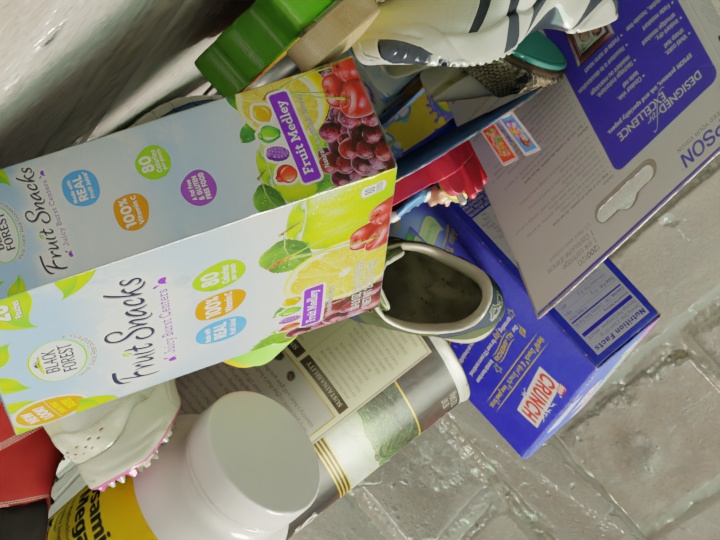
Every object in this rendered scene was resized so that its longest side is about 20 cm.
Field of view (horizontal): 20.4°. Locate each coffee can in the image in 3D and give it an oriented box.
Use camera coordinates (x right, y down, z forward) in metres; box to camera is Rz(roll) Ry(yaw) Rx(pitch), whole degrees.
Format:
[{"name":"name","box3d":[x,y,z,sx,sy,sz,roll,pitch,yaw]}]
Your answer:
[{"name":"coffee can","box3d":[-0.045,0.092,1.399,0.200,0.147,0.146,-37,177,-10]}]

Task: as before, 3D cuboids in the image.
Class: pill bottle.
[{"name":"pill bottle","box3d":[-0.118,0.161,1.253,0.200,0.113,0.112,-41,178,35]}]

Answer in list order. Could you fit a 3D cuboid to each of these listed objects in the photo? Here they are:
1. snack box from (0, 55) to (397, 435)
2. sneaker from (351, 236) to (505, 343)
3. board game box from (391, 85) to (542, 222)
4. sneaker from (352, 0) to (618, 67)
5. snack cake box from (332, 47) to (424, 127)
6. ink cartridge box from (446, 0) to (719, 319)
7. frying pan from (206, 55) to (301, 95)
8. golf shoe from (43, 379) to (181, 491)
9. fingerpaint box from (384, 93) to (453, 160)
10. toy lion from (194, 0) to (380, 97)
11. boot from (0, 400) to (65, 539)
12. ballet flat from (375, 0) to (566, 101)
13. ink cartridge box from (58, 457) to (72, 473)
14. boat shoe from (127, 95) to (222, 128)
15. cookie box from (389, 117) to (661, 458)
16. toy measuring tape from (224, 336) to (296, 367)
[{"name":"snack box","box3d":[-0.088,-0.007,0.947,0.199,0.068,0.169,-18,158,-9]},{"name":"sneaker","box3d":[0.000,0.000,1.299,0.090,0.199,0.067,125,-21,-83]},{"name":"board game box","box3d":[0.033,-0.047,1.237,0.158,0.039,0.200,-33,-175,-28]},{"name":"sneaker","box3d":[0.065,-0.185,1.091,0.199,0.130,0.079,-18,-162,-37]},{"name":"snack cake box","box3d":[0.058,-0.181,1.322,0.200,0.067,0.115,-41,178,-15]},{"name":"ink cartridge box","box3d":[0.151,-0.102,1.270,0.043,0.201,0.198,12,136,-40]},{"name":"frying pan","box3d":[-0.065,-0.104,1.242,0.115,0.031,0.190,-37,174,-23]},{"name":"golf shoe","box3d":[-0.141,0.039,1.224,0.075,0.092,0.200,-33,-157,34]},{"name":"fingerpaint box","box3d":[0.005,-0.078,1.487,0.200,0.073,0.167,-39,171,-18]},{"name":"toy lion","box3d":[0.001,-0.160,0.988,0.200,0.069,0.192,-42,-176,-4]},{"name":"boot","box3d":[-0.197,0.101,1.268,0.072,0.145,0.200,2,-165,27]},{"name":"ballet flat","box3d":[0.048,-0.141,1.205,0.075,0.068,0.200,-44,146,15]},{"name":"ink cartridge box","box3d":[-0.236,0.102,1.412,0.145,0.088,0.200,-41,179,-43]},{"name":"boat shoe","box3d":[-0.123,-0.038,1.088,0.200,0.072,0.072,-26,172,-43]},{"name":"cookie box","box3d":[0.096,0.013,1.418,0.075,0.200,0.171,-36,168,-27]},{"name":"toy measuring tape","box3d":[-0.089,0.031,1.166,0.074,0.074,0.200,-43,169,34]}]
